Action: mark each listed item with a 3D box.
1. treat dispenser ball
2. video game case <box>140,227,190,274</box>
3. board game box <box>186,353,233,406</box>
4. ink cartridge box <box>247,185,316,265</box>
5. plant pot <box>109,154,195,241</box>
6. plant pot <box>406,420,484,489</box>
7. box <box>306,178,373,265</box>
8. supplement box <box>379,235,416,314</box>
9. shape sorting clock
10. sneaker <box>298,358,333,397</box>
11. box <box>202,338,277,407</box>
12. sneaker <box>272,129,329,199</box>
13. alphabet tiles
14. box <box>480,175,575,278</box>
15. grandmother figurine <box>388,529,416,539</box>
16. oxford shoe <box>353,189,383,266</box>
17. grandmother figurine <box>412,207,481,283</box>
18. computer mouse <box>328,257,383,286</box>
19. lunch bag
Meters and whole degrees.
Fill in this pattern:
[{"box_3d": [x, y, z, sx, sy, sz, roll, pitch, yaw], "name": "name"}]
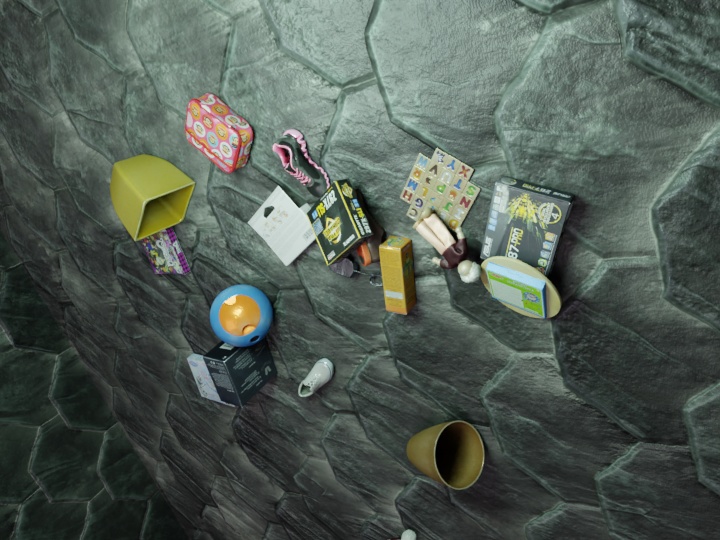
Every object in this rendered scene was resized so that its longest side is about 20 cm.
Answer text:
[{"box_3d": [-0.384, 0.146, 1.769, 0.201, 0.201, 0.201, 18, 127, 25], "name": "treat dispenser ball"}, {"box_3d": [-0.715, -0.081, 1.967, 0.181, 0.036, 0.200, 2, 119, 35], "name": "video game case"}, {"box_3d": [-0.594, 0.443, 2.214, 0.200, 0.043, 0.199, 7, 122, 32], "name": "board game box"}, {"box_3d": [-0.213, -0.131, 1.578, 0.176, 0.045, 0.200, 49, 133, -3], "name": "ink cartridge box"}, {"box_3d": [-0.682, -0.254, 1.735, 0.200, 0.194, 0.196, 46, 134, 8], "name": "plant pot"}, {"box_3d": [0.230, 0.541, 1.627, 0.187, 0.186, 0.200, 56, 146, -9], "name": "plant pot"}, {"box_3d": [-0.059, -0.121, 1.414, 0.200, 0.049, 0.160, -36, 73, 57], "name": "box"}, {"box_3d": [0.100, 0.013, 1.438, 0.069, 0.067, 0.200, 8, 123, 31], "name": "supplement box"}, {"box_3d": [0.365, 0.039, 1.252, 0.200, 0.039, 0.200, 33, 161, 13], "name": "shape sorting clock"}, {"box_3d": [-0.150, 0.370, 1.838, 0.073, 0.071, 0.200, 39, 133, 8], "name": "sneaker"}, {"box_3d": [-0.418, 0.333, 1.915, 0.117, 0.197, 0.200, 4, 120, 34], "name": "box"}, {"box_3d": [-0.159, -0.264, 1.422, 0.079, 0.095, 0.200, -25, 104, 40], "name": "sneaker"}, {"box_3d": [0.185, -0.182, 1.293, 0.166, 0.006, 0.200, 34, 132, 12], "name": "alphabet tiles"}, {"box_3d": [0.361, -0.093, 1.199, 0.161, 0.049, 0.200, 23, 131, 24], "name": "box"}, {"box_3d": [0.156, 1.038, 2.059, 0.121, 0.061, 0.200, 16, 128, -8], "name": "grandmother figurine"}, {"box_3d": [0.016, -0.116, 1.426, 0.071, 0.072, 0.200, -158, 54, -72], "name": "oxford shoe"}, {"box_3d": [0.209, -0.050, 1.296, 0.200, 0.061, 0.121, 50, 144, 16], "name": "grandmother figurine"}, {"box_3d": [0.000, 0.000, 1.529, 0.200, 0.034, 0.059, 18, 110, 19], "name": "computer mouse"}, {"box_3d": [-0.400, -0.375, 1.533, 0.200, 0.082, 0.176, 39, 137, 9], "name": "lunch bag"}]
